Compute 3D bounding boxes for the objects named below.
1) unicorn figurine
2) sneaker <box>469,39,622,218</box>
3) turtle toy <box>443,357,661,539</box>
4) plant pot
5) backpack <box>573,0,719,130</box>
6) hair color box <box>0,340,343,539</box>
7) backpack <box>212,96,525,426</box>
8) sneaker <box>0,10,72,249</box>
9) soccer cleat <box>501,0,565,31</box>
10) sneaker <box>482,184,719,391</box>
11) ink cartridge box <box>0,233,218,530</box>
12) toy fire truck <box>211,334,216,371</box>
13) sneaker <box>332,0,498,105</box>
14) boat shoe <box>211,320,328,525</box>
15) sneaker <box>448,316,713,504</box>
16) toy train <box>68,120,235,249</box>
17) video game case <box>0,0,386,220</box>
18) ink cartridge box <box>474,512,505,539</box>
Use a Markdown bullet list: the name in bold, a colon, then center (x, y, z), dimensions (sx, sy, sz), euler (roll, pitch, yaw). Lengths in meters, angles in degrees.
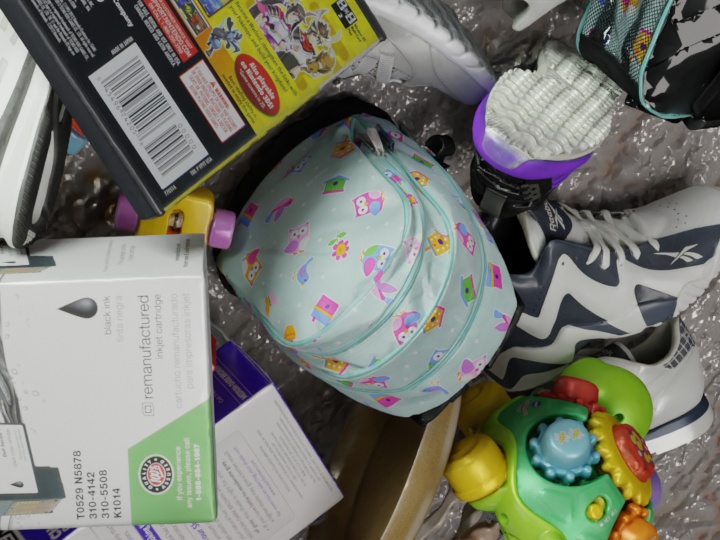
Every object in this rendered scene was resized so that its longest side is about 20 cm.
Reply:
- **unicorn figurine**: center (0.016, 0.178, 1.585), dimensions (0.074, 0.200, 0.137), euler (34, 84, -12)
- **sneaker**: center (0.100, -0.069, 1.454), dimensions (0.070, 0.200, 0.100), euler (36, 112, 6)
- **turtle toy**: center (0.132, 0.122, 1.503), dimensions (0.101, 0.200, 0.146), euler (-30, 106, 19)
- **plant pot**: center (0.016, 0.124, 1.500), dimensions (0.027, 0.200, 0.200), euler (22, 107, -13)
- **backpack**: center (0.229, -0.201, 1.448), dimensions (0.176, 0.153, 0.200), euler (1, 125, -29)
- **hair color box**: center (-0.121, 0.147, 1.438), dimensions (0.200, 0.065, 0.109), euler (-37, 129, -10)
- **backpack**: center (0.000, 0.000, 1.413), dimensions (0.127, 0.200, 0.167), euler (26, 104, -37)
- **sneaker**: center (-0.206, -0.120, 1.309), dimensions (0.076, 0.115, 0.201), euler (61, 43, -76)
- **soccer cleat**: center (0.049, -0.203, 1.404), dimensions (0.200, 0.070, 0.086), euler (29, 121, -31)
- **sneaker**: center (0.146, -0.020, 1.557), dimensions (0.199, 0.080, 0.130), euler (-27, 137, 1)
- **ink cartridge box**: center (-0.180, 0.062, 1.314), dimensions (0.200, 0.084, 0.146), euler (-3, 107, -2)
- **toy fire truck**: center (-0.197, 0.041, 1.376), dimensions (0.200, 0.049, 0.141), euler (35, 104, -14)
- **sneaker**: center (-0.010, -0.141, 1.416), dimensions (0.200, 0.075, 0.082), euler (25, 113, -26)
- **boat shoe**: center (-0.089, 0.089, 1.503), dimensions (0.074, 0.065, 0.202), euler (-42, 127, -1)
- **sneaker**: center (0.143, 0.098, 1.641), dimensions (0.200, 0.076, 0.081), euler (-24, 116, -20)
- **toy train**: center (-0.160, -0.034, 1.405), dimensions (0.150, 0.056, 0.200), euler (36, 107, -16)
- **video game case**: center (-0.102, -0.158, 1.286), dimensions (0.181, 0.025, 0.200), euler (-40, 105, -29)
- **ink cartridge box**: center (0.122, 0.259, 1.733), dimensions (0.200, 0.050, 0.161), euler (32, 100, -36)
